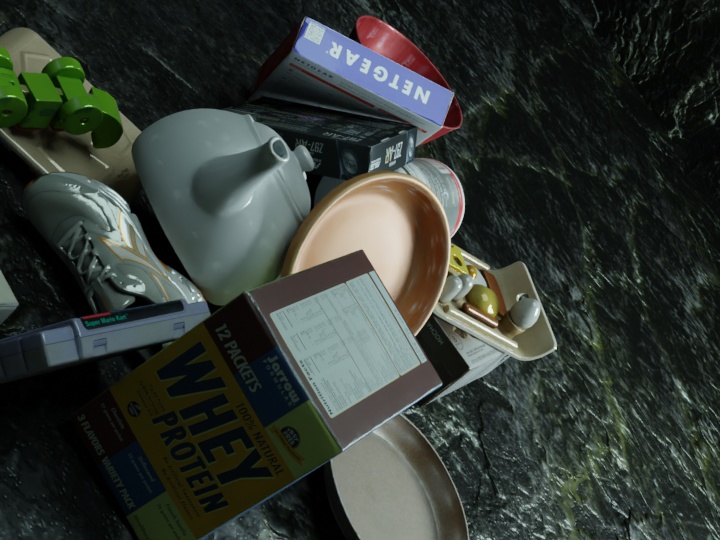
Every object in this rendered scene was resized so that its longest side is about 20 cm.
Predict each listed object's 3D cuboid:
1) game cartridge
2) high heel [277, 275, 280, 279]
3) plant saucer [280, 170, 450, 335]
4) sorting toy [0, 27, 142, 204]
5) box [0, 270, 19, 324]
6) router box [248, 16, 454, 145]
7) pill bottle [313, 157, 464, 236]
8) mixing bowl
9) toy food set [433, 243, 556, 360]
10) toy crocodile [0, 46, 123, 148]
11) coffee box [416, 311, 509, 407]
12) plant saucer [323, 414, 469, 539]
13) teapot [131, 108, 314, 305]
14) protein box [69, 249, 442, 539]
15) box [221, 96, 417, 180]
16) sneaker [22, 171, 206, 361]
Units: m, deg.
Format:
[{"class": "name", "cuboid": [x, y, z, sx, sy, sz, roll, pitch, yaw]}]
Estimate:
[{"class": "game cartridge", "cuboid": [-0.215, 0.056, 1.031, 0.200, 0.129, 0.039, -11, 82, -62]}, {"class": "high heel", "cuboid": [-0.063, 0.063, 1.352, 0.200, 0.067, 0.096, 57, 12, 31]}, {"class": "plant saucer", "cuboid": [0.000, 0.000, 1.282, 0.200, 0.201, 0.037, 20, 6, -46]}, {"class": "sorting toy", "cuboid": [-0.289, -0.137, 1.302, 0.200, 0.036, 0.185, 39, 26, -9]}, {"class": "box", "cuboid": [-0.342, -0.034, 1.024, 0.082, 0.068, 0.201, 2, 52, -57]}, {"class": "router box", "cuboid": [-0.014, -0.206, 1.631, 0.199, 0.179, 0.049, 25, 71, -15]}, {"class": "pill bottle", "cuboid": [0.035, -0.078, 1.640, 0.114, 0.114, 0.200, 55, 26, 15]}, {"class": "mixing bowl", "cuboid": [0.032, -0.237, 1.865, 0.200, 0.108, 0.201, 37, 28, -24]}, {"class": "toy food set", "cuboid": [0.136, 0.007, 1.552, 0.200, 0.060, 0.144, 30, 32, -38]}, {"class": "toy crocodile", "cuboid": [-0.295, -0.151, 1.215, 0.199, 0.062, 0.068, 3, 47, -46]}, {"class": "coffee box", "cuboid": [0.103, 0.072, 1.575, 0.113, 0.080, 0.200, 55, 25, 11]}, {"class": "plant saucer", "cuboid": [0.029, 0.216, 1.287, 0.200, 0.032, 0.201, 39, 33, -32]}, {"class": "teapot", "cuboid": [-0.111, -0.073, 1.273, 0.198, 0.145, 0.200, 64, -1, -42]}, {"class": "protein box", "cuboid": [-0.077, 0.103, 1.089, 0.135, 0.198, 0.200, 58, 26, 5]}, {"class": "box", "cuboid": [-0.053, -0.150, 1.546, 0.199, 0.044, 0.160, 13, 18, 17]}, {"class": "sneaker", "cuboid": [-0.214, -0.001, 1.170, 0.200, 0.076, 0.092, 44, 22, -8]}]
